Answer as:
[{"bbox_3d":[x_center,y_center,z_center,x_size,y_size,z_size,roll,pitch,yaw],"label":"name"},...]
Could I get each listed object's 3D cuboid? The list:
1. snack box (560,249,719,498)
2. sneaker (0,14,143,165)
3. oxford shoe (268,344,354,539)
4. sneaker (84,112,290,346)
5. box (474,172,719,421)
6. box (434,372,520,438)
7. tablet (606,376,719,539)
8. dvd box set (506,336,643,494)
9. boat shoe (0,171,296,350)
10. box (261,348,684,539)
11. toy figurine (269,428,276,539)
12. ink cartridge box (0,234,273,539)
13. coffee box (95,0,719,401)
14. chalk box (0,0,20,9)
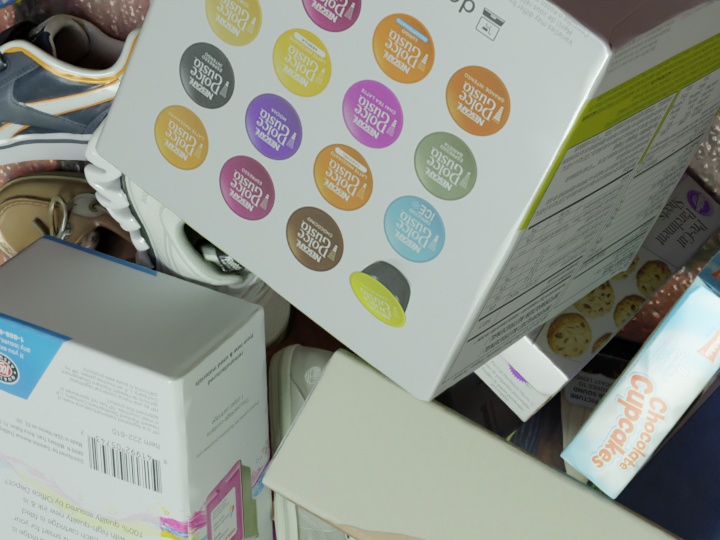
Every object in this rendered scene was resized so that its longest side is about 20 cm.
[{"bbox_3d":[0.171,0.027,1.279,0.037,0.200,0.116,38,117,8],"label":"snack box"},{"bbox_3d":[-0.195,-0.103,1.491,0.199,0.078,0.080,-4,113,16],"label":"sneaker"},{"bbox_3d":[-0.011,0.131,1.401,0.058,0.075,0.200,-10,68,12],"label":"oxford shoe"},{"bbox_3d":[-0.076,-0.009,1.369,0.081,0.075,0.200,33,164,33],"label":"sneaker"},{"bbox_3d":[0.122,0.009,1.301,0.041,0.200,0.039,46,129,5],"label":"box"},{"bbox_3d":[0.000,0.000,1.372,0.041,0.156,0.200,-39,70,-8],"label":"box"},{"bbox_3d":[0.186,0.147,1.342,0.130,0.200,0.014,43,155,6],"label":"tablet"},{"bbox_3d":[0.097,0.124,1.461,0.146,0.029,0.200,14,115,21],"label":"dvd box set"},{"bbox_3d":[-0.135,-0.002,1.508,0.200,0.063,0.073,19,118,20],"label":"boat shoe"},{"bbox_3d":[0.062,0.123,1.273,0.200,0.095,0.078,28,85,22],"label":"box"},{"bbox_3d":[-0.081,0.174,1.512,0.184,0.150,0.200,-28,86,23],"label":"toy figurine"},{"bbox_3d":[-0.127,0.100,1.372,0.144,0.085,0.200,18,126,27],"label":"ink cartridge box"},{"bbox_3d":[0.040,-0.098,1.176,0.200,0.200,0.198,37,124,16],"label":"coffee box"},{"bbox_3d":[-0.261,-0.197,1.412,0.124,0.200,0.125,7,113,24],"label":"chalk box"}]
